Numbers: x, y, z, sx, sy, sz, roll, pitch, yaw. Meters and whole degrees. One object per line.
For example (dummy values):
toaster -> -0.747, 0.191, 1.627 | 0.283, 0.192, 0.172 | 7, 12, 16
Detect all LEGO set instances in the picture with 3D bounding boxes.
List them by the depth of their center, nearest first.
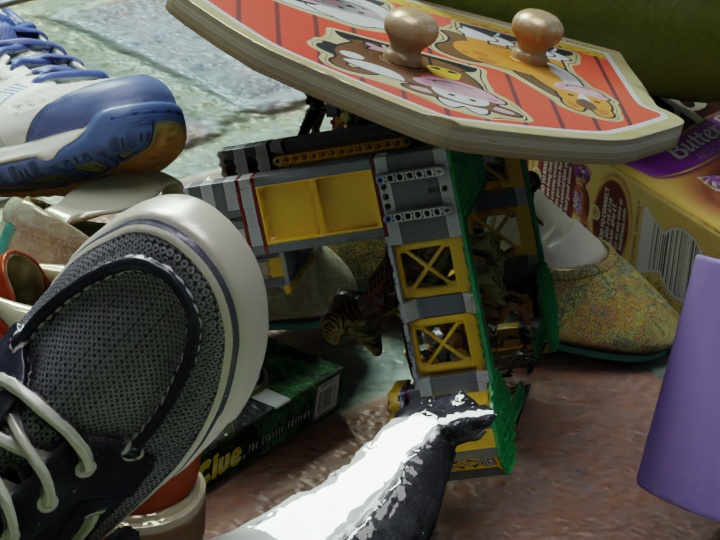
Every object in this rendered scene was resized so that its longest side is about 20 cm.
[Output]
LEGO set -> 0.000, 0.000, 1.078 | 0.115, 0.154, 0.200 | -8, 24, 14

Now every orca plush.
orca plush -> -0.034, 0.118, 0.912 | 0.105, 0.071, 0.200 | 11, 44, 36

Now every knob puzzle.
knob puzzle -> 0.027, -0.084, 1.047 | 0.219, 0.031, 0.220 | 16, 16, -5

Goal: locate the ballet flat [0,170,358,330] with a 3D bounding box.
ballet flat -> -0.065, -0.007, 1.108 | 0.067, 0.063, 0.200 | 23, 18, 35

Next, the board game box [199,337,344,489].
board game box -> -0.117, 0.031, 1.129 | 0.199, 0.024, 0.105 | 21, 27, 28

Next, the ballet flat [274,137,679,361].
ballet flat -> 0.041, -0.014, 1.202 | 0.199, 0.071, 0.071 | 14, 27, 15

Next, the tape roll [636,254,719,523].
tape roll -> 0.201, 0.060, 0.979 | 0.199, 0.085, 0.200 | 14, 3, -1

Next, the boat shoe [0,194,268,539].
boat shoe -> -0.104, 0.061, 0.899 | 0.075, 0.200, 0.093 | 43, 43, 8

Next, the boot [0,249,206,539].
boot -> -0.151, 0.035, 1.017 | 0.199, 0.108, 0.075 | 8, 29, 8

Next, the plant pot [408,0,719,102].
plant pot -> 0.080, -0.161, 1.217 | 0.200, 0.188, 0.187 | -6, 27, -41

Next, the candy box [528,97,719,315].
candy box -> 0.146, -0.040, 1.290 | 0.116, 0.057, 0.200 | -12, 30, -33

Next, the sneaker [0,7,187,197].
sneaker -> -0.148, -0.071, 1.129 | 0.200, 0.089, 0.075 | -5, -5, 44
